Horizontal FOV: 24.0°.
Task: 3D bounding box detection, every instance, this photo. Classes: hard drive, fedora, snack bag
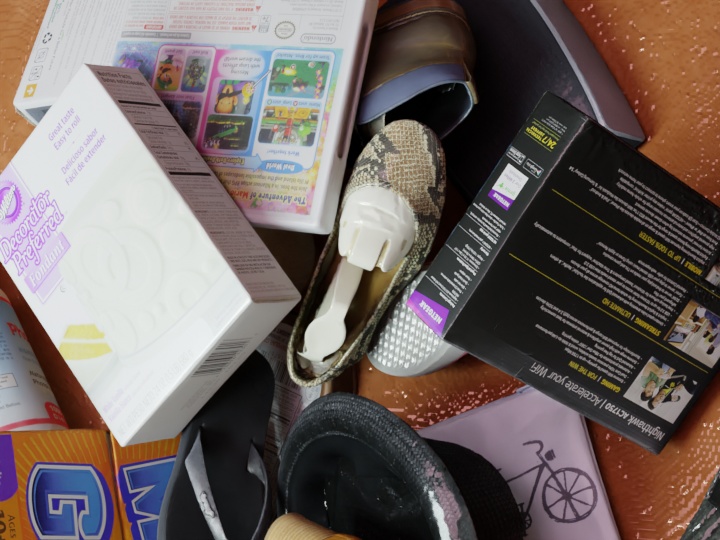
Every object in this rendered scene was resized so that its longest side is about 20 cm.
[{"bbox_3d":[0.089,-0.131,1.149,0.135,0.042,0.201,-38,64,17],"label":"hard drive"},{"bbox_3d":[0.033,0.161,1.055,0.200,0.091,0.203,16,110,52],"label":"fedora"},{"bbox_3d":[0.082,0.186,1.104,0.187,0.021,0.202,-23,70,23],"label":"snack bag"}]

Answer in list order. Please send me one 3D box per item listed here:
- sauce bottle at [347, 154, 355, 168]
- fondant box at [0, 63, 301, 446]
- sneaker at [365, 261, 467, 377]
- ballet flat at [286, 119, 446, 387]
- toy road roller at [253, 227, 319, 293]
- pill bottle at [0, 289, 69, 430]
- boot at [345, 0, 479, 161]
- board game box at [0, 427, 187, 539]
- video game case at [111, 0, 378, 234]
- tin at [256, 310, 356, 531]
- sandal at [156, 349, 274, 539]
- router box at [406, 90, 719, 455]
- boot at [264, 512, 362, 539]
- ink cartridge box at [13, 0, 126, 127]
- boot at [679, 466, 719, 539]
[{"bbox_3d":[-0.026,-0.127,1.203,0.065,0.065,0.200,-45,67,14],"label":"sauce bottle"},{"bbox_3d":[-0.148,-0.010,1.085,0.144,0.058,0.201,-47,67,26],"label":"fondant box"},{"bbox_3d":[0.085,0.019,1.114,0.200,0.104,0.076,-29,71,54],"label":"sneaker"},{"bbox_3d":[0.000,0.000,1.081,0.067,0.075,0.201,28,125,5],"label":"ballet flat"},{"bbox_3d":[-0.143,-0.014,1.210,0.200,0.123,0.147,35,98,34],"label":"toy road roller"},{"bbox_3d":[-0.302,0.078,1.289,0.109,0.109,0.201,-38,65,18],"label":"pill bottle"},{"bbox_3d":[-0.013,-0.104,1.100,0.199,0.075,0.097,-29,35,9],"label":"boot"},{"bbox_3d":[-0.206,0.228,1.121,0.199,0.199,0.202,-27,68,44],"label":"board game box"},{"bbox_3d":[-0.086,-0.122,1.113,0.199,0.024,0.184,7,82,33],"label":"video game case"},{"bbox_3d":[-0.076,0.124,1.196,0.111,0.042,0.202,21,91,35],"label":"tin"},{"bbox_3d":[-0.088,0.135,1.093,0.043,0.076,0.202,-38,45,49],"label":"sandal"},{"bbox_3d":[0.145,0.007,1.000,0.150,0.199,0.051,-56,35,7],"label":"router box"},{"bbox_3d":[-0.022,0.256,1.003,0.144,0.070,0.203,27,111,53],"label":"boot"},{"bbox_3d":[-0.152,-0.206,1.258,0.199,0.043,0.200,-3,61,38],"label":"ink cartridge box"},{"bbox_3d":[0.290,0.146,0.958,0.210,0.079,0.159,19,83,41],"label":"boot"}]
